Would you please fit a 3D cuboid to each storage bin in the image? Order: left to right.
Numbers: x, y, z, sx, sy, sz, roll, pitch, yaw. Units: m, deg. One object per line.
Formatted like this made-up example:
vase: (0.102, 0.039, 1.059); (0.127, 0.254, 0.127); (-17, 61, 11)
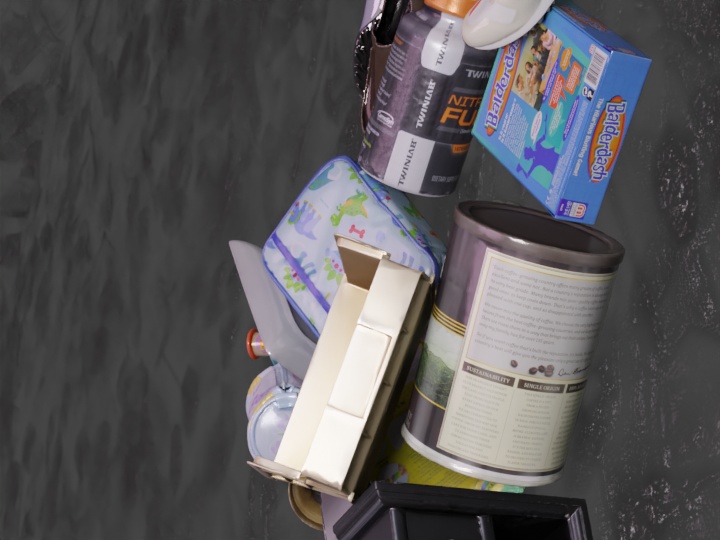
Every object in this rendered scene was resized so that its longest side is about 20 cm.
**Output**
storage bin: (-0.012, 0.092, 1.449); (0.199, 0.093, 0.202); (74, -144, -79)

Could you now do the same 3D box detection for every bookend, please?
bookend: (0.092, 0.284, 1.363); (0.092, 0.198, 0.201); (128, 144, -50)

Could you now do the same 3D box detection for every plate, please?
plate: (-0.044, 0.064, 1.794); (0.032, 0.199, 0.201); (-41, 37, 15)

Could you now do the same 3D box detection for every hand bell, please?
hand bell: (-0.035, 0.190, 1.866); (0.200, 0.103, 0.105); (-106, 31, -66)

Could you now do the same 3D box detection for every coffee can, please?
coffee can: (0.126, 0.059, 1.424); (0.146, 0.145, 0.202); (-139, 60, -63)

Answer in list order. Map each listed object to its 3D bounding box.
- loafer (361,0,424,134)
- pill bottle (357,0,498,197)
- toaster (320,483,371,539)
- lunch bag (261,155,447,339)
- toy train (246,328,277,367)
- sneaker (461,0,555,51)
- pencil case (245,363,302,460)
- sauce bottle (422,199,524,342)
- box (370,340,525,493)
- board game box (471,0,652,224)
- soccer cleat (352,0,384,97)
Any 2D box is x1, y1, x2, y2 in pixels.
loafer: (0.033, -0.230, 1.805); (0.073, 0.071, 0.202); (19, 101, 40)
pill bottle: (0.073, -0.183, 1.676); (0.106, 0.105, 0.202); (-127, 50, -59)
toaster: (0.024, 0.208, 1.658); (0.130, 0.112, 0.202); (123, 146, -48)
lunch bag: (0.000, 0.000, 1.712); (0.161, 0.082, 0.201); (-48, 58, 19)
toy train: (-0.089, 0.122, 1.906); (0.150, 0.055, 0.203); (-68, -25, -73)
sneaker: (0.147, -0.277, 1.477); (0.199, 0.093, 0.071); (-35, 35, 30)
pencil case: (-0.076, 0.150, 1.727); (0.200, 0.082, 0.092); (-138, 28, -85)
sauce bottle: (0.102, 0.023, 1.596); (0.065, 0.064, 0.201); (-105, 33, -42)
box: (0.058, 0.163, 1.549); (0.117, 0.048, 0.201); (-36, 53, -1)
board game box: (0.174, -0.152, 1.508); (0.200, 0.044, 0.154); (-125, 48, -58)
soccer cleat: (0.034, -0.288, 1.875); (0.073, 0.067, 0.203); (-73, -9, -77)
